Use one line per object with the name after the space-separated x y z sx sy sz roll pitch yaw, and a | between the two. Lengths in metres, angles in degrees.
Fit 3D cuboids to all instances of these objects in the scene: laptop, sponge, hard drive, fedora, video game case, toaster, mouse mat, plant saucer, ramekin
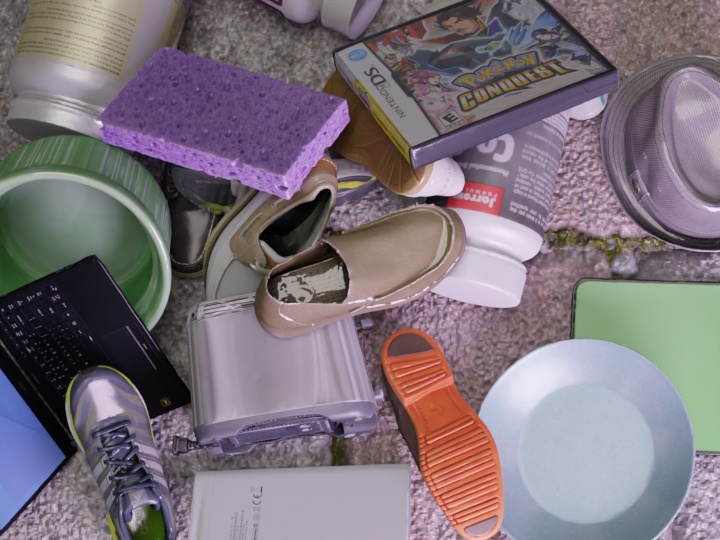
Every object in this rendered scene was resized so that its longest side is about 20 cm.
-0.281 0.114 1.471 0.199 0.104 0.178 -23 119 15 | laptop
-0.123 -0.134 1.465 0.199 0.030 0.112 18 53 23 | sponge
-0.055 0.236 1.477 0.198 0.027 0.133 -3 48 7 | hard drive
0.311 -0.118 1.507 0.176 0.090 0.201 -14 76 3 | fedora
0.098 -0.179 1.458 0.199 0.026 0.181 -22 42 -11 | video game case
-0.082 0.092 1.496 0.198 0.114 0.130 -10 73 2 | toaster
0.291 0.088 1.508 0.198 0.008 0.162 2 78 8 | mouse mat
0.201 0.163 1.478 0.199 0.039 0.203 -4 77 15 | plant saucer
-0.266 -0.025 1.504 0.198 0.098 0.201 1 122 1 | ramekin

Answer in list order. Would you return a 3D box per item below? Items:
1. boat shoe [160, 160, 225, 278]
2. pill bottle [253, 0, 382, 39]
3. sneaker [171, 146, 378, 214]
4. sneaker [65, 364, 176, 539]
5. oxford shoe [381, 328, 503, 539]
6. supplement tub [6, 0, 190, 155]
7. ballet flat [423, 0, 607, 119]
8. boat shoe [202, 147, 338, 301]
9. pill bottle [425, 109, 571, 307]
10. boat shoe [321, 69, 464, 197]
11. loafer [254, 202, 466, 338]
-0.160 -0.097 1.569 0.071 0.066 0.202 6 78 8 | boat shoe
-0.074 -0.306 1.583 0.199 0.110 0.110 28 82 11 | pill bottle
-0.084 -0.104 1.547 0.199 0.075 0.085 -1 61 -23 | sneaker
-0.204 0.178 1.469 0.074 0.081 0.201 -24 106 -14 | sneaker
0.074 0.152 1.483 0.071 0.073 0.201 -16 70 -12 | oxford shoe
-0.249 -0.215 1.566 0.144 0.145 0.201 14 80 9 | supplement tub
0.147 -0.212 1.560 0.199 0.069 0.070 31 83 12 | ballet flat
-0.084 -0.027 1.496 0.201 0.074 0.069 -59 37 31 | boat shoe
0.120 -0.076 1.508 0.113 0.114 0.201 12 79 9 | pill bottle
0.028 -0.119 1.498 0.071 0.069 0.200 -59 41 18 | boat shoe
0.000 0.000 1.425 0.199 0.067 0.076 -27 75 -2 | loafer
